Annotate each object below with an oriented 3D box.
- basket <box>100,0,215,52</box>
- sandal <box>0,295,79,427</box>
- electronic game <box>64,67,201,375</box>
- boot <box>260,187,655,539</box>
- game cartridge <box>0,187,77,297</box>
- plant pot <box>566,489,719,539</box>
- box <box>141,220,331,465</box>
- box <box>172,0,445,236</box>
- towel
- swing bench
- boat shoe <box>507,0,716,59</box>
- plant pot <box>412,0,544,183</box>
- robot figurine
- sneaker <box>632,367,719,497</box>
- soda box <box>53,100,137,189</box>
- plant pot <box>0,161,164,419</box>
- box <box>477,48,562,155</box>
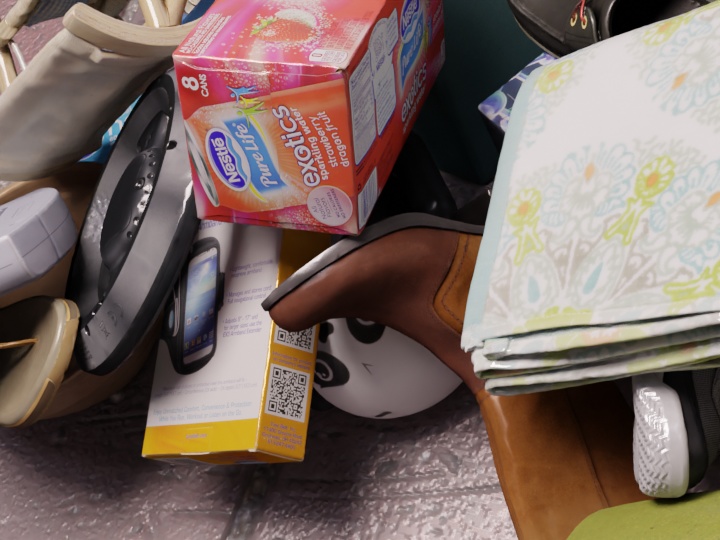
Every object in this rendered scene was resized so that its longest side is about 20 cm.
[{"bbox_3d":[-0.138,-0.231,1.086,0.200,0.140,0.176,-47,35,-19],"label":"basket"},{"bbox_3d":[-0.241,0.049,0.849,0.199,0.054,0.081,3,78,45],"label":"sandal"},{"bbox_3d":[-0.129,-0.034,0.833,0.200,0.041,0.201,-48,30,40],"label":"electronic game"},{"bbox_3d":[0.059,0.067,0.748,0.187,0.068,0.202,-16,82,-29],"label":"boot"},{"bbox_3d":[-0.243,-0.006,0.861,0.132,0.041,0.200,-28,13,-1],"label":"game cartridge"},{"bbox_3d":[0.189,0.176,0.633,0.199,0.187,0.188,6,59,47],"label":"plant pot"},{"bbox_3d":[-0.070,0.013,0.822,0.119,0.041,0.202,-10,66,49],"label":"box"},{"bbox_3d":[-0.020,-0.117,0.762,0.094,0.100,0.201,7,38,15],"label":"box"},{"bbox_3d":[0.138,-0.039,0.680,0.170,0.048,0.202,-12,53,44],"label":"towel"},{"bbox_3d":[-0.180,-0.181,0.920,0.198,0.129,0.202,-30,58,46],"label":"swing bench"},{"bbox_3d":[0.156,-0.146,0.788,0.201,0.063,0.074,33,94,41],"label":"boat shoe"},{"bbox_3d":[0.037,-0.188,0.934,0.141,0.200,0.142,22,69,36],"label":"plant pot"},{"bbox_3d":[-0.001,-0.001,0.869,0.124,0.151,0.201,-21,49,-5],"label":"robot figurine"},{"bbox_3d":[0.201,0.059,0.709,0.113,0.076,0.200,-1,15,17],"label":"sneaker"},{"bbox_3d":[-0.163,-0.090,1.053,0.198,0.068,0.065,-23,49,11],"label":"soda box"},{"bbox_3d":[-0.209,0.030,0.975,0.199,0.093,0.202,-13,53,17],"label":"plant pot"},{"bbox_3d":[0.200,-0.094,0.846,0.200,0.107,0.149,-40,50,-3],"label":"box"}]
